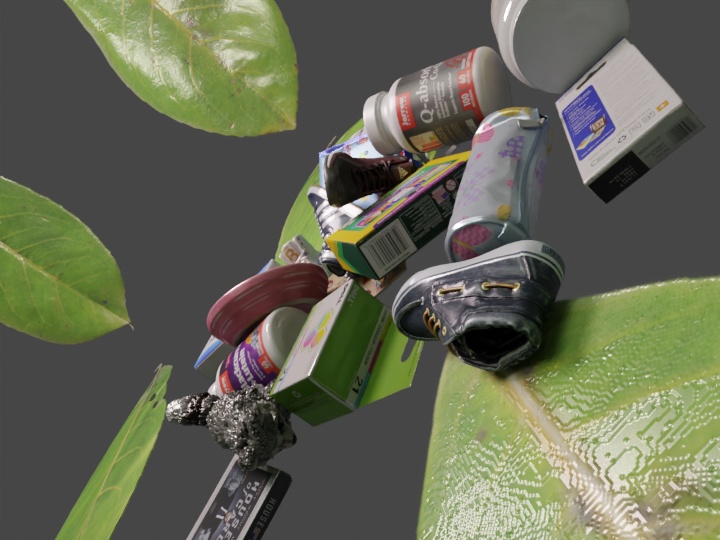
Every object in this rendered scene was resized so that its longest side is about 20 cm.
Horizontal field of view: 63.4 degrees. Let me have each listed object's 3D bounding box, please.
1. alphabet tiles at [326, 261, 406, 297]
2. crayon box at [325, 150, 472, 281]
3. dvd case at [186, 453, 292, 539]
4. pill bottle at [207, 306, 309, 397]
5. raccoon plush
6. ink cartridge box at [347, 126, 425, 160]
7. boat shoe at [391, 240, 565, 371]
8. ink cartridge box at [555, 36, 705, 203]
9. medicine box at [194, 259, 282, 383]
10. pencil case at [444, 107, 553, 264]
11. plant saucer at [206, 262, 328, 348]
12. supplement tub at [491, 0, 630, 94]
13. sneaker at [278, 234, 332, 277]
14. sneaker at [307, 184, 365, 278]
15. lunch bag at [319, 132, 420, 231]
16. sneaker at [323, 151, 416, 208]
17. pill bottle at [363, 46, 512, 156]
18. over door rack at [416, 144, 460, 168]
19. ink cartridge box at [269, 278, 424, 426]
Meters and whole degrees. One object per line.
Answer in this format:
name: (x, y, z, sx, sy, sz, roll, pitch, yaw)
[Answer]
alphabet tiles: (0.000, 0.000, 0.906, 0.200, 0.007, 0.169, -44, 30, 32)
crayon box: (0.062, -0.074, 0.764, 0.199, 0.059, 0.172, -37, 12, -9)
dvd case: (-0.162, 0.312, 0.730, 0.151, 0.025, 0.199, -60, 17, -23)
pill bottle: (-0.143, 0.152, 0.858, 0.200, 0.111, 0.112, -43, 18, 32)
raccoon plush: (-0.171, 0.202, 0.722, 0.197, 0.098, 0.134, -11, -4, 9)
ink cartridge box: (0.030, -0.223, 1.165, 0.067, 0.115, 0.200, -57, 16, -13)
boat shoe: (0.083, 0.043, 0.515, 0.200, 0.071, 0.091, -29, 23, 51)
ink cartridge box: (0.241, -0.149, 0.549, 0.095, 0.037, 0.201, -44, 20, 32)
medicine box: (-0.213, 0.112, 1.162, 0.182, 0.103, 0.201, -41, 19, 36)
pencil case: (0.145, -0.081, 0.589, 0.090, 0.083, 0.201, -24, 31, 43)
plant saucer: (-0.134, 0.064, 0.897, 0.198, 0.051, 0.201, -24, -21, -10)
supplement tub: (0.234, -0.302, 0.697, 0.145, 0.144, 0.201, -43, 18, 29)
sneaker: (-0.103, 0.003, 1.059, 0.074, 0.115, 0.200, -46, 19, 13)
sneaker: (-0.044, -0.061, 0.925, 0.199, 0.070, 0.109, 33, 94, 47)
lunch bag: (0.021, -0.155, 0.995, 0.199, 0.093, 0.153, -18, 69, 47)
sneaker: (0.021, -0.142, 0.845, 0.114, 0.077, 0.200, -4, 15, 15)
pill bottle: (0.110, -0.236, 0.851, 0.198, 0.116, 0.117, -10, 40, 35)
over door rack: (0.146, -0.261, 1.001, 0.148, 0.066, 0.201, -44, 18, 26)
ink cartridge box: (-0.006, 0.082, 0.682, 0.200, 0.075, 0.149, -37, 22, 48)
